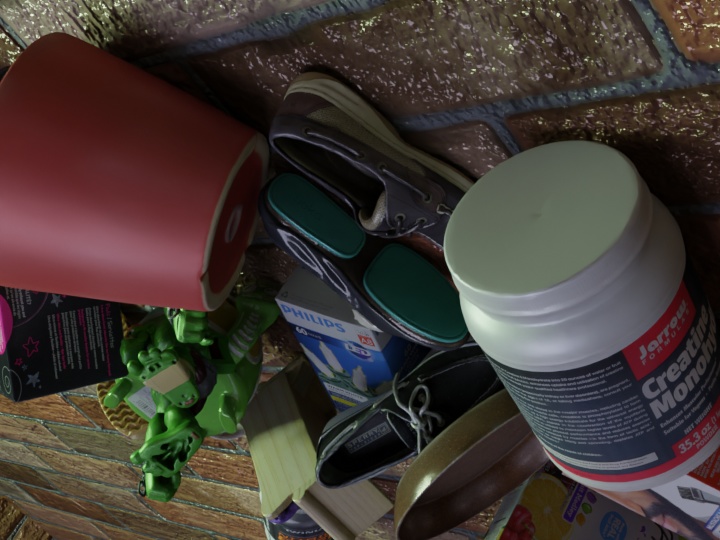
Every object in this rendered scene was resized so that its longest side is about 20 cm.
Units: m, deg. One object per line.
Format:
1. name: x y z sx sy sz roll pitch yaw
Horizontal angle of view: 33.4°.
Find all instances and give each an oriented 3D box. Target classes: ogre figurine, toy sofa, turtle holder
1. ogre figurine: -0.158 0.091 1.032 0.097 0.120 0.201 -8 121 1
2. toy sofa: -0.050 0.181 1.173 0.083 0.097 0.200 48 -175 -30
3. turtle holder: -0.161 0.076 1.175 0.140 0.132 0.186 21 136 5

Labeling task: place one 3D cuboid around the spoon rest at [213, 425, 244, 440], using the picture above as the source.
1. spoon rest: -0.194 0.134 1.387 0.099 0.061 0.200 23 156 50

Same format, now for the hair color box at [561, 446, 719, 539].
1. hair color box: 0.266 0.162 0.931 0.199 0.064 0.111 27 154 15

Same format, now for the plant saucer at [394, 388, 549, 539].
1. plant saucer: 0.103 0.148 0.972 0.035 0.200 0.201 53 163 26

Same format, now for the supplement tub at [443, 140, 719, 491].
1. supplement tub: 0.147 0.032 0.755 0.140 0.141 0.200 8 145 41

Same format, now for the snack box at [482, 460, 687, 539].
1. snack box: 0.213 0.268 1.079 0.199 0.143 0.053 35 153 -2

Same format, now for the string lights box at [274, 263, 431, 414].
1. string lights box: 0.009 0.076 1.073 0.102 0.059 0.200 16 149 32

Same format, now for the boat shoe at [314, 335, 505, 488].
1. boat shoe: 0.044 0.118 0.984 0.199 0.068 0.074 -27 103 17

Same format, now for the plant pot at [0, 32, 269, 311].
1. plant pot: -0.175 -0.061 0.920 0.176 0.201 0.201 17 152 6

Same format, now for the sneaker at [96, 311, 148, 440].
1. sneaker: -0.269 0.117 1.377 0.090 0.075 0.201 72 171 -58

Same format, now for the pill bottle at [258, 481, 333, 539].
1. pill bottle: -0.069 0.274 1.444 0.106 0.107 0.200 26 153 14

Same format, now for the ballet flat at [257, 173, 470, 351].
1. ballet flat: 0.000 0.000 0.946 0.200 0.073 0.073 38 154 5

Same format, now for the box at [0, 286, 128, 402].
1. box: -0.300 0.005 1.116 0.132 0.114 0.201 9 106 57

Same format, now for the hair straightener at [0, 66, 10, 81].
1. hair straightener: -0.233 -0.115 1.039 0.199 0.041 0.077 33 154 -1

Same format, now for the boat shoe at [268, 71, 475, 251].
1. boat shoe: 0.021 -0.054 0.834 0.200 0.065 0.072 38 152 -12
